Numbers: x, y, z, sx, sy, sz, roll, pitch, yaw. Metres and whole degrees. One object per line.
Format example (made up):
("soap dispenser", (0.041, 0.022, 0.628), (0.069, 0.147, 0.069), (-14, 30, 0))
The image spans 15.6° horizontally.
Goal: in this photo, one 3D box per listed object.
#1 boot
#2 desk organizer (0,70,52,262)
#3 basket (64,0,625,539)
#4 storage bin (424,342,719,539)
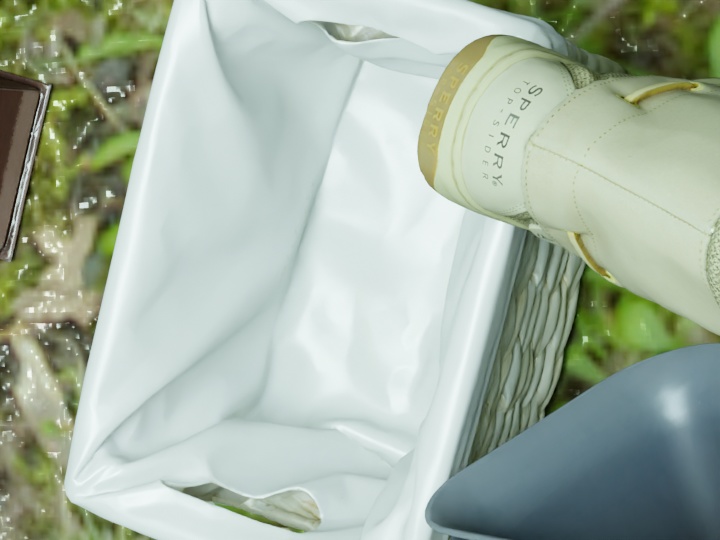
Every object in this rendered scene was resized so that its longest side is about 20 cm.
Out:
("boot", (0.133, -0.011, 0.799), (0.155, 0.200, 0.073), (28, 99, 43))
("desk organizer", (-0.230, -0.064, 1.021), (0.199, 0.077, 0.072), (17, 98, 20))
("basket", (0.000, 0.000, 0.910), (0.135, 0.123, 0.201), (17, 97, 20))
("storage bin", (0.139, 0.107, 0.795), (0.200, 0.145, 0.135), (2, 118, 57))
